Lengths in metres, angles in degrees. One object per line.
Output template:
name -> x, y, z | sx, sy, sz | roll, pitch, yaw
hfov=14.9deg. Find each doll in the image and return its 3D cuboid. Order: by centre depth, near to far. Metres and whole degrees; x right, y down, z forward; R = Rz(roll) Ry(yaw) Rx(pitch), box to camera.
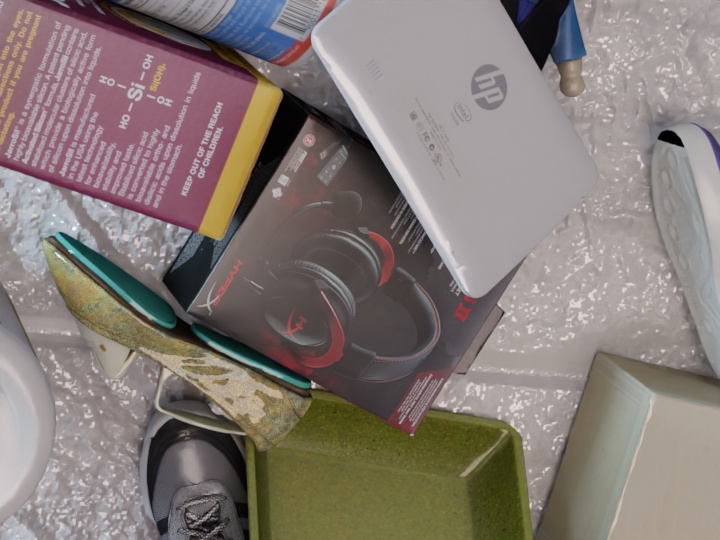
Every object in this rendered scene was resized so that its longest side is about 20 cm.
doll -> 0.089, -0.143, 1.720 | 0.136, 0.048, 0.200 | 31, 74, -25

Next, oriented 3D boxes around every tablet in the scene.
tablet -> 0.061, -0.098, 1.663 | 0.130, 0.014, 0.200 | -43, 114, -27

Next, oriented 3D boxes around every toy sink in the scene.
toy sink -> 0.202, 0.172, 1.856 | 0.130, 0.112, 0.200 | 13, 100, -20

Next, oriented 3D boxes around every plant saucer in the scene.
plant saucer -> 0.014, 0.179, 1.784 | 0.200, 0.200, 0.048 | 11, 141, -19

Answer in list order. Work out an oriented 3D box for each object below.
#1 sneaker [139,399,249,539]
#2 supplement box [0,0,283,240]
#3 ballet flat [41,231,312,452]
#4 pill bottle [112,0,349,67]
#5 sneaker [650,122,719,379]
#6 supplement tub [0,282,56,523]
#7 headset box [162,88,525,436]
sneaker -> -0.094, 0.189, 1.769 | 0.075, 0.114, 0.200 | -10, 112, -5
supplement box -> -0.166, -0.108, 1.641 | 0.200, 0.131, 0.103 | 19, 101, -22
ballet flat -> -0.125, 0.051, 1.730 | 0.200, 0.071, 0.071 | 31, 98, -13
pill bottle -> -0.107, -0.204, 1.635 | 0.200, 0.112, 0.112 | 21, 101, -21
sneaker -> 0.284, -0.028, 1.835 | 0.146, 0.081, 0.200 | -24, 110, -16
supplement tub -> -0.265, 0.063, 1.631 | 0.144, 0.200, 0.145 | -5, 109, -15
headset box -> 0.000, 0.000, 1.756 | 0.200, 0.075, 0.149 | 30, 96, -23
